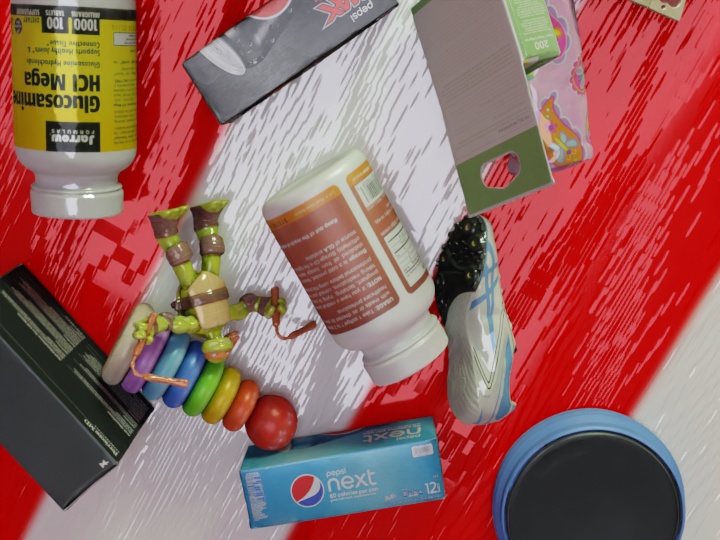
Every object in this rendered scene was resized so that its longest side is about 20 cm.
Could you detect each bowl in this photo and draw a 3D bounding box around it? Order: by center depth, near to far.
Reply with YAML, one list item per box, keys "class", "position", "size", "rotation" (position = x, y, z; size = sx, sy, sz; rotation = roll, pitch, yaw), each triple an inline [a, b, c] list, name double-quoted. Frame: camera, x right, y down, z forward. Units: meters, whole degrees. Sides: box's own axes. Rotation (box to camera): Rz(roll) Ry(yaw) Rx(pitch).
- class: "bowl"
  position: [0.232, 0.243, 1.075]
  size: [0.196, 0.039, 0.205]
  rotation: [0, 102, 2]

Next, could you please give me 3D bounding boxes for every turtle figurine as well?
- class: "turtle figurine"
  position: [-0.142, 0.018, 1.015]
  size: [0.197, 0.064, 0.165]
  rotation: [-12, 91, -31]

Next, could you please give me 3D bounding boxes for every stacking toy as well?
- class: "stacking toy"
  position: [-0.150, 0.114, 1.045]
  size: [0.198, 0.086, 0.086]
  rotation: [29, 102, -12]

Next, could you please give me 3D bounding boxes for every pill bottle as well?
- class: "pill bottle"
  position: [-0.259, -0.154, 0.966]
  size: [0.110, 0.113, 0.204]
  rotation: [2, 102, 1]
- class: "pill bottle"
  position: [0.000, 0.000, 0.992]
  size: [0.111, 0.112, 0.202]
  rotation: [-28, 100, 7]

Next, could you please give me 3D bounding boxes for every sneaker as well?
- class: "sneaker"
  position: [0.117, 0.047, 1.030]
  size: [0.071, 0.071, 0.205]
  rotation: [-6, 96, -37]

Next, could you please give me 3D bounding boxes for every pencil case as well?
- class: "pencil case"
  position: [0.159, -0.190, 0.965]
  size: [0.086, 0.088, 0.204]
  rotation: [-11, 101, 4]

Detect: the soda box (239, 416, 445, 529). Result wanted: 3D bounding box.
- class: "soda box"
  position: [-0.017, 0.201, 1.058]
  size: [0.196, 0.068, 0.066]
  rotation: [-9, 102, 4]

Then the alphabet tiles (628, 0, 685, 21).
- class: "alphabet tiles"
  position: [0.268, -0.332, 0.924]
  size: [0.164, 0.006, 0.204]
  rotation: [17, 93, -18]

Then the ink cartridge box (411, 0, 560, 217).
- class: "ink cartridge box"
  position: [0.117, -0.161, 0.918]
  size: [0.047, 0.145, 0.204]
  rotation: [-17, 89, -25]

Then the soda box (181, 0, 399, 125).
- class: "soda box"
  position: [-0.063, -0.218, 0.972]
  size: [0.198, 0.063, 0.071]
  rotation: [-33, 99, 8]

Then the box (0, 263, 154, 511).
- class: "box"
  position: [-0.303, 0.106, 1.009]
  size: [0.079, 0.141, 0.201]
  rotation: [-39, 98, 9]
